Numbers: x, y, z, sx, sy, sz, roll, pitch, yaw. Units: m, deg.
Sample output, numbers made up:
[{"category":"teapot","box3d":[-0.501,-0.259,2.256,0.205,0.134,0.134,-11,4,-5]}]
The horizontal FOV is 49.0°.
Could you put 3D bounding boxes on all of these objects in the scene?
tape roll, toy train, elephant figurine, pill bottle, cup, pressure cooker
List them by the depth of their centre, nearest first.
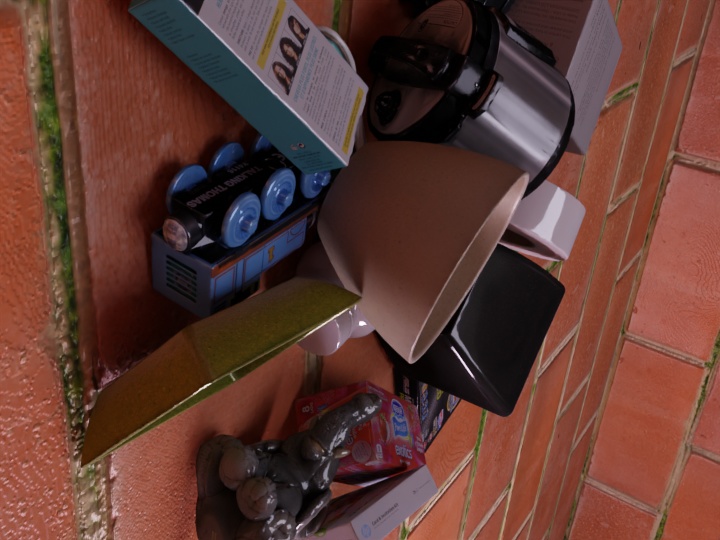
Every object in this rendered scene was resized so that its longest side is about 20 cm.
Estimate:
[{"category":"toy train","box3d":[-0.097,-0.048,0.688,0.200,0.086,0.116,-40,150,-47]},{"category":"cup","box3d":[0.045,-0.039,0.733,0.201,0.142,0.201,-52,166,-18]},{"category":"pressure cooker","box3d":[0.102,-0.177,0.811,0.198,0.175,0.181,27,52,-30]},{"category":"elephant figurine","box3d":[-0.075,0.225,0.847,0.199,0.153,0.144,-12,90,-55]},{"category":"pill bottle","box3d":[0.000,0.000,0.862,0.200,0.111,0.114,-42,143,-41]},{"category":"tape roll","box3d":[0.202,-0.083,1.082,0.202,0.200,0.072,28,84,-62]}]

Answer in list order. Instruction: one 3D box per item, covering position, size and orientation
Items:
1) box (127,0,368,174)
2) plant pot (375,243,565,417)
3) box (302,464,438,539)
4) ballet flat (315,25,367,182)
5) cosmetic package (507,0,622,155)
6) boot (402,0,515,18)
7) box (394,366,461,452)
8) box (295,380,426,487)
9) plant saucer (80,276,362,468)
[{"category":"box","box3d":[-0.074,-0.163,0.596,0.200,0.048,0.084,41,54,-42]},{"category":"plant pot","box3d":[0.126,0.044,1.057,0.177,0.198,0.202,42,71,-47]},{"category":"box","box3d":[-0.023,0.307,0.955,0.155,0.199,0.042,-20,81,-50]},{"category":"ballet flat","box3d":[-0.026,-0.167,0.765,0.070,0.069,0.201,-54,153,-26]},{"category":"cosmetic package","box3d":[0.232,-0.273,1.044,0.199,0.163,0.168,17,93,-64]},{"category":"boot","box3d":[0.121,-0.349,0.898,0.162,0.072,0.201,39,72,-56]},{"category":"box","box3d":[0.115,0.180,1.267,0.160,0.044,0.203,-45,144,-38]},{"category":"box","box3d":[0.006,0.211,0.996,0.200,0.098,0.097,39,39,-61]},{"category":"plant saucer","box3d":[-0.123,0.073,0.663,0.199,0.048,0.199,-34,175,37]}]
